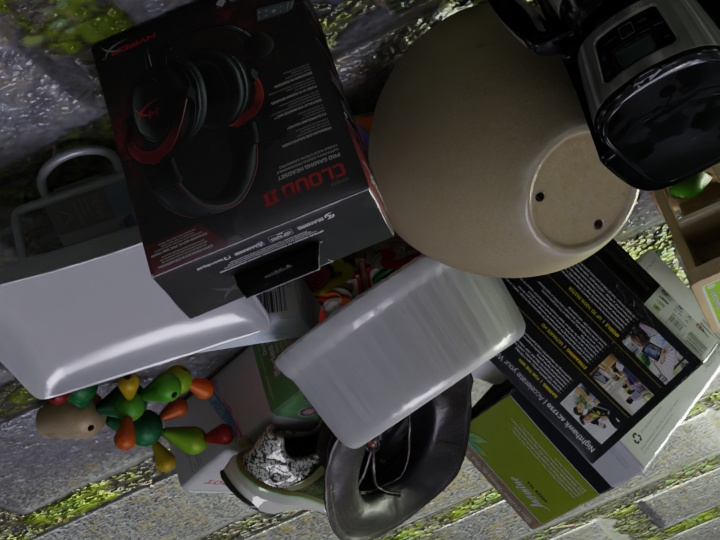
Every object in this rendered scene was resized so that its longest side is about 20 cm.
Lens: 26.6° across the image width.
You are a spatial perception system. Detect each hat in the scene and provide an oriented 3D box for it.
[{"bbox_3d":[0.016,0.151,1.403,0.200,0.081,0.202,-26,128,-38],"label":"hat"}]

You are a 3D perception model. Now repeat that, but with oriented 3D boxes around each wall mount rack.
[{"bbox_3d":[-0.165,-0.023,1.154,0.172,0.075,0.200,-18,154,-5],"label":"wall mount rack"}]

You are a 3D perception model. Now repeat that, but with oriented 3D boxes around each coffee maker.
[{"bbox_3d":[0.192,-0.166,0.983,0.191,0.201,0.135,3,147,-37],"label":"coffee maker"}]

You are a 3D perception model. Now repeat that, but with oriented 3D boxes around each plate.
[{"bbox_3d":[-0.180,0.023,1.125,0.198,0.033,0.200,-18,154,1],"label":"plate"}]

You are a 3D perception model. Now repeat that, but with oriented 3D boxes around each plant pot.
[{"bbox_3d":[0.123,-0.077,1.074,0.199,0.134,0.202,-10,114,-23],"label":"plant pot"}]

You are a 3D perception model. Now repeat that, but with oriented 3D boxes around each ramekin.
[{"bbox_3d":[0.039,0.059,1.238,0.200,0.098,0.200,-34,175,-3],"label":"ramekin"}]

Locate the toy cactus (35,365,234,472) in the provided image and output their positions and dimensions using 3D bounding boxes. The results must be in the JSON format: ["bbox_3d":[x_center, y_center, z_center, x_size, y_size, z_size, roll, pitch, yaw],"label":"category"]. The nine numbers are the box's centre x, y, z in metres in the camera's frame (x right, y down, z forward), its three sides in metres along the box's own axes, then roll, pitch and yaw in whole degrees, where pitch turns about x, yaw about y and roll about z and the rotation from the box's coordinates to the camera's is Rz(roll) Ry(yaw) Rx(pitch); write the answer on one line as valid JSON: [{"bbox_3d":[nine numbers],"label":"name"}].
[{"bbox_3d":[-0.225,0.133,1.387,0.164,0.103,0.200,-16,154,31],"label":"toy cactus"}]

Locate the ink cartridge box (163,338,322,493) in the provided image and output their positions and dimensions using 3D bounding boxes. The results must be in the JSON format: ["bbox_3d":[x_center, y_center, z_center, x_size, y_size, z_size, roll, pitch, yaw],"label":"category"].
[{"bbox_3d":[-0.077,0.140,1.504,0.145,0.088,0.200,10,139,-44],"label":"ink cartridge box"}]

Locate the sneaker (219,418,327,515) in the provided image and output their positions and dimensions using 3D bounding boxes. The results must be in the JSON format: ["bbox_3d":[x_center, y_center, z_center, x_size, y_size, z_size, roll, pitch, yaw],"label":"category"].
[{"bbox_3d":[-0.034,0.182,1.450,0.199,0.077,0.089,4,127,-45],"label":"sneaker"}]

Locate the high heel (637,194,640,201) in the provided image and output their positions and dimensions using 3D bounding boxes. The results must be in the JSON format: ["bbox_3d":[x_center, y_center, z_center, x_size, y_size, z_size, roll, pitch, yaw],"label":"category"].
[{"bbox_3d":[0.202,-0.007,1.424,0.141,0.072,0.200,-16,145,7],"label":"high heel"}]

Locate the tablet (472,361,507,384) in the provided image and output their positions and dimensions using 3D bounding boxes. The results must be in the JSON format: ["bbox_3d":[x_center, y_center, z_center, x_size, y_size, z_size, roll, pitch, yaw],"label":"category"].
[{"bbox_3d":[0.130,0.023,1.389,0.129,0.014,0.200,23,128,-20],"label":"tablet"}]

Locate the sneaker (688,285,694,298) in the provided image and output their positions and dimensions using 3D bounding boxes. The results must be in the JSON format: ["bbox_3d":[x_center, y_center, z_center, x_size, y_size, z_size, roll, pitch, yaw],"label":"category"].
[{"bbox_3d":[0.368,-0.048,1.472,0.078,0.089,0.201,17,124,-13],"label":"sneaker"}]

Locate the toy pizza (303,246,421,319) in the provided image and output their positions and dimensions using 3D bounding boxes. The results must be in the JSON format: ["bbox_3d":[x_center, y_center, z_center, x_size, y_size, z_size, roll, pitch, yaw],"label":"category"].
[{"bbox_3d":[0.000,0.000,1.354,0.199,0.032,0.201,-16,153,-8],"label":"toy pizza"}]

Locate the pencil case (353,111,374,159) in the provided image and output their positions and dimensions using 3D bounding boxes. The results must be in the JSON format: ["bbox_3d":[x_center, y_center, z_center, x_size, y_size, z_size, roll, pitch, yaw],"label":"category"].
[{"bbox_3d":[0.059,-0.089,1.169,0.198,0.089,0.089,-8,151,-20],"label":"pencil case"}]

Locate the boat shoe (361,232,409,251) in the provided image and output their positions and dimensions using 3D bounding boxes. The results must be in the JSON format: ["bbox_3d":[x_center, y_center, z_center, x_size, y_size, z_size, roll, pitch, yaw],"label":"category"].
[{"bbox_3d":[0.026,-0.055,1.235,0.198,0.074,0.063,-8,159,-9],"label":"boat shoe"}]

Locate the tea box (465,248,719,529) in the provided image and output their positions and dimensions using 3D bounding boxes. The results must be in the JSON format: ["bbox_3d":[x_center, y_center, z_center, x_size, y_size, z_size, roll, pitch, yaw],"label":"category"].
[{"bbox_3d":[0.225,0.118,1.485,0.200,0.134,0.197,-43,180,-36],"label":"tea box"}]

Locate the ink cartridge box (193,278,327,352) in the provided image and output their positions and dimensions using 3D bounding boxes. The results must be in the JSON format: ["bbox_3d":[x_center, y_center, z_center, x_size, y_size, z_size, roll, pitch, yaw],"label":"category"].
[{"bbox_3d":[-0.113,0.056,1.311,0.159,0.048,0.200,-10,161,6],"label":"ink cartridge box"}]

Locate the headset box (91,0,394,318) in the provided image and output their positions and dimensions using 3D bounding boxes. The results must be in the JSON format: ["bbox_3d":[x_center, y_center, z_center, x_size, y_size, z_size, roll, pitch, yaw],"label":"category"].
[{"bbox_3d":[-0.074,-0.075,0.978,0.148,0.201,0.075,-21,154,6],"label":"headset box"}]

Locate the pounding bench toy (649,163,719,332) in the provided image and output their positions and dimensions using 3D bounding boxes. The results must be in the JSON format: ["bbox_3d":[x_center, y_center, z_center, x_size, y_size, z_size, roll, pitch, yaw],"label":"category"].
[{"bbox_3d":[0.338,-0.043,1.356,0.123,0.157,0.200,-24,152,12],"label":"pounding bench toy"}]

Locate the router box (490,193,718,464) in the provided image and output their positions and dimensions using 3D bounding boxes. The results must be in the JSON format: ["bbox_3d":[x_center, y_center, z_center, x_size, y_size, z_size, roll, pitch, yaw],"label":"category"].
[{"bbox_3d":[0.181,0.044,1.299,0.149,0.200,0.051,-49,171,34],"label":"router box"}]
